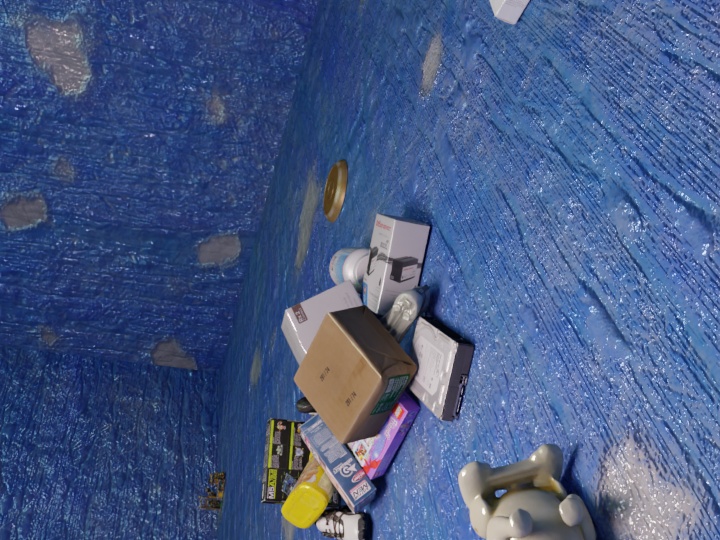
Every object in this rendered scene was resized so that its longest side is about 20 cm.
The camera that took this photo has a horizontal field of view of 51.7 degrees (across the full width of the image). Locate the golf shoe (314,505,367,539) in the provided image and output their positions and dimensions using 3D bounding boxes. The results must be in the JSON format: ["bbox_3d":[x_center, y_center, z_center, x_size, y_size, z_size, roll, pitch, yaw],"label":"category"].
[{"bbox_3d":[-0.046,0.564,1.625,0.200,0.094,0.078,150,121,-69],"label":"golf shoe"}]

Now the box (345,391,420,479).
[{"bbox_3d":[0.030,0.303,1.503,0.137,0.039,0.201,47,127,34],"label":"box"}]

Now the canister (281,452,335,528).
[{"bbox_3d":[-0.090,0.467,1.684,0.149,0.086,0.200,-56,-1,34],"label":"canister"}]

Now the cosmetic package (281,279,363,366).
[{"bbox_3d":[-0.070,0.145,1.680,0.166,0.164,0.200,62,166,8],"label":"cosmetic package"}]

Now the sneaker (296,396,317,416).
[{"bbox_3d":[-0.074,0.334,1.743,0.074,0.199,0.089,3,89,38],"label":"sneaker"}]

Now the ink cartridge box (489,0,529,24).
[{"bbox_3d":[0.282,-0.552,1.268,0.200,0.047,0.161,124,152,-43],"label":"ink cartridge box"}]

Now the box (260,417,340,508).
[{"bbox_3d":[-0.142,0.475,1.828,0.048,0.192,0.201,129,146,-61],"label":"box"}]

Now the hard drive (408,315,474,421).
[{"bbox_3d":[0.137,0.172,1.344,0.200,0.038,0.141,-144,65,-71],"label":"hard drive"}]

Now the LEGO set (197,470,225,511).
[{"bbox_3d":[-0.723,1.060,3.559,0.154,0.115,0.202,-158,78,-73],"label":"LEGO set"}]

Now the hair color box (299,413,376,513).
[{"bbox_3d":[-0.049,0.406,1.568,0.200,0.060,0.100,50,164,22],"label":"hair color box"}]

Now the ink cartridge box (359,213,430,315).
[{"bbox_3d":[0.070,-0.013,1.585,0.145,0.083,0.202,-146,67,-73],"label":"ink cartridge box"}]

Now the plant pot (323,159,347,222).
[{"bbox_3d":[-0.083,-0.251,2.331,0.200,0.027,0.202,-170,90,-74],"label":"plant pot"}]

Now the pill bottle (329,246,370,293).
[{"bbox_3d":[0.000,0.000,1.770,0.200,0.108,0.110,-168,88,-73],"label":"pill bottle"}]

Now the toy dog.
[{"bbox_3d":[0.205,0.334,0.863,0.200,0.138,0.195,-116,26,-63],"label":"toy dog"}]

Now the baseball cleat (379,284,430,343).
[{"bbox_3d":[0.080,0.104,1.471,0.070,0.106,0.200,49,131,12],"label":"baseball cleat"}]

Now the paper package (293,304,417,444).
[{"bbox_3d":[-0.014,0.200,1.432,0.191,0.103,0.201,48,127,30],"label":"paper package"}]
